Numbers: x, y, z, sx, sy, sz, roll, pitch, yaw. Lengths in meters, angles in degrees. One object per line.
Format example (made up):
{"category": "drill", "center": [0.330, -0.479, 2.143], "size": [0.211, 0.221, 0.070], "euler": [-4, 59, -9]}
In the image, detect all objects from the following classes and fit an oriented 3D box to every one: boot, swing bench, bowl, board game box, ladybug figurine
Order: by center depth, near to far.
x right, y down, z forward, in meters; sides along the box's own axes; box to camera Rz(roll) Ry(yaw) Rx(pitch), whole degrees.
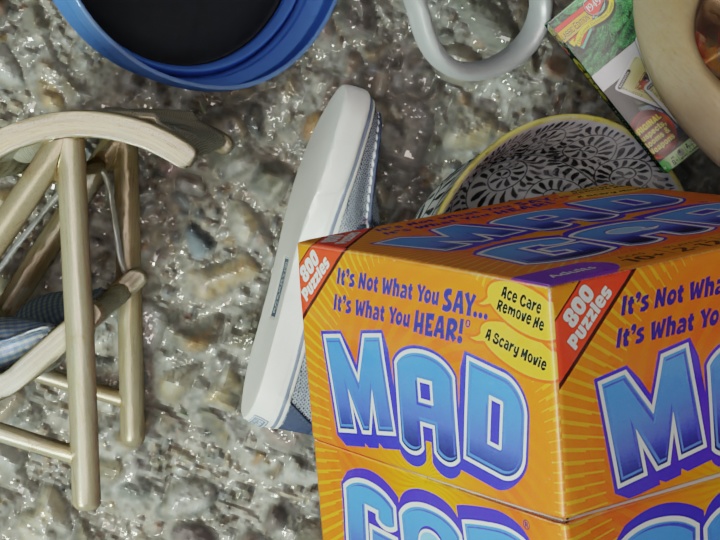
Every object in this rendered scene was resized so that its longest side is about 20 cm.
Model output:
{"category": "board game box", "center": [0.112, 0.077, 0.948], "size": [0.199, 0.200, 0.200], "euler": [-11, 102, -32]}
{"category": "ladybug figurine", "center": [0.221, -0.096, 0.994], "size": [0.136, 0.072, 0.200], "euler": [-42, 78, -7]}
{"category": "board game box", "center": [0.207, -0.154, 1.050], "size": [0.200, 0.023, 0.105], "euler": [-40, 91, 6]}
{"category": "swing bench", "center": [-0.161, 0.000, 1.069], "size": [0.129, 0.199, 0.201], "euler": [17, 95, 1]}
{"category": "bowl", "center": [-0.093, -0.196, 1.077], "size": [0.200, 0.039, 0.201], "euler": [0, 89, -38]}
{"category": "bowl", "center": [0.086, 0.013, 1.098], "size": [0.200, 0.094, 0.201], "euler": [-4, 97, -33]}
{"category": "boot", "center": [0.000, 0.000, 1.137], "size": [0.090, 0.073, 0.201], "euler": [14, 97, -14]}

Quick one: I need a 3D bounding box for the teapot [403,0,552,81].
{"category": "teapot", "center": [0.086, -0.234, 1.070], "size": [0.146, 0.200, 0.198], "euler": [13, 58, -36]}
